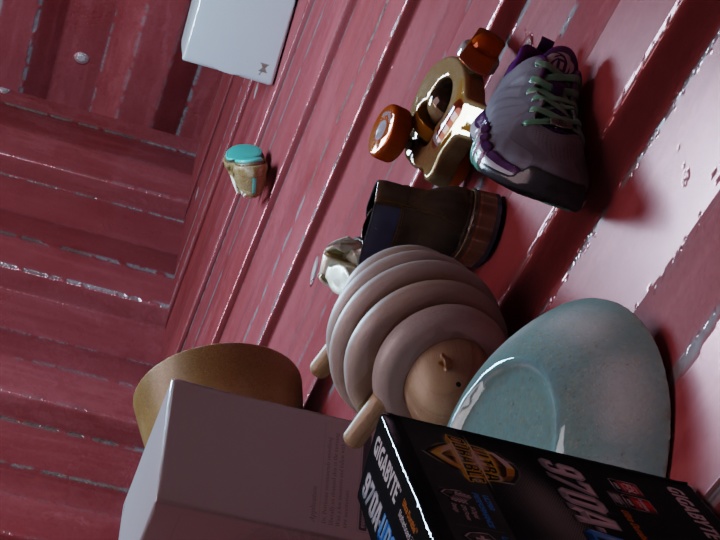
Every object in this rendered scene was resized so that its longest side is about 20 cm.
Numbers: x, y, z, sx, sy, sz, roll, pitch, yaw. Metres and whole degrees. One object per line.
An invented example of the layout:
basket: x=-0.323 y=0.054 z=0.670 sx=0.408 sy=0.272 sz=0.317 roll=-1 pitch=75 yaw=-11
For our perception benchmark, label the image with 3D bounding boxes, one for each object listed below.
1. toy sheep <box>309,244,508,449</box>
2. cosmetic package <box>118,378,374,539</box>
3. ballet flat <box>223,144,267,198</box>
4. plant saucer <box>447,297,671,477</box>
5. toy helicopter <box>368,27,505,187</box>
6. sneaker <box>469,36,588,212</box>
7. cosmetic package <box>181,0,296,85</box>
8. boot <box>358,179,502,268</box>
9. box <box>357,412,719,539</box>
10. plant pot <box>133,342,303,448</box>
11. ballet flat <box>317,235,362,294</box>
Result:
toy sheep: x=0.035 y=0.050 z=1.130 sx=0.200 sy=0.137 sz=0.139 roll=56 pitch=132 yaw=54
cosmetic package: x=-0.089 y=0.211 z=1.364 sx=0.200 sy=0.198 sz=0.124 roll=116 pitch=164 yaw=-47
ballet flat: x=-0.178 y=-0.152 z=2.624 sx=0.200 sy=0.067 sz=0.073 roll=-134 pitch=40 yaw=-74
plant saucer: x=0.087 y=0.105 z=0.894 sx=0.201 sy=0.038 sz=0.203 roll=-41 pitch=38 yaw=43
toy helicopter: x=0.089 y=-0.126 z=1.292 sx=0.133 sy=0.078 sz=0.200 roll=-66 pitch=22 yaw=4
sneaker: x=0.115 y=-0.103 z=1.079 sx=0.200 sy=0.074 sz=0.088 roll=-108 pitch=39 yaw=-71
cosmetic package: x=-0.217 y=-0.443 z=2.916 sx=0.200 sy=0.166 sz=0.168 roll=-113 pitch=39 yaw=-71
boot: x=0.034 y=-0.020 z=1.303 sx=0.200 sy=0.096 sz=0.075 roll=125 pitch=157 yaw=-61
box: x=0.089 y=0.127 z=0.681 sx=0.200 sy=0.157 sz=0.046 roll=-116 pitch=41 yaw=-74
plant pot: x=-0.139 y=0.212 z=1.735 sx=0.187 sy=0.185 sz=0.201 roll=116 pitch=151 yaw=-46
ballet flat: x=0.000 y=0.000 z=1.525 sx=0.200 sy=0.068 sz=0.069 roll=-134 pitch=59 yaw=-77
